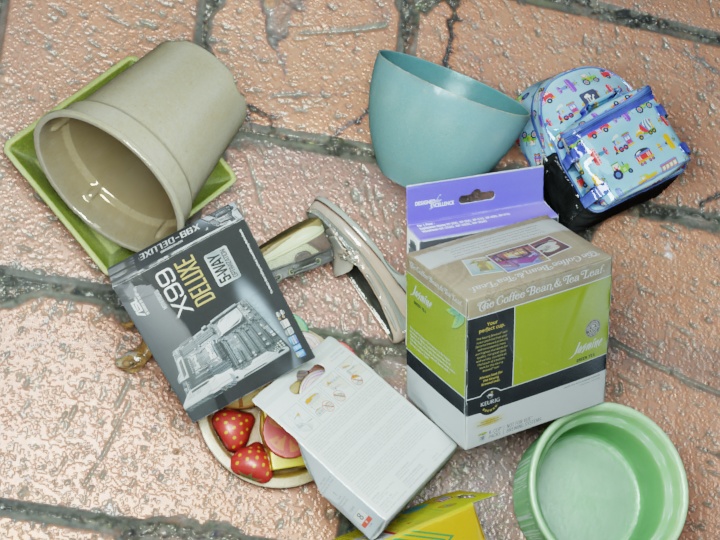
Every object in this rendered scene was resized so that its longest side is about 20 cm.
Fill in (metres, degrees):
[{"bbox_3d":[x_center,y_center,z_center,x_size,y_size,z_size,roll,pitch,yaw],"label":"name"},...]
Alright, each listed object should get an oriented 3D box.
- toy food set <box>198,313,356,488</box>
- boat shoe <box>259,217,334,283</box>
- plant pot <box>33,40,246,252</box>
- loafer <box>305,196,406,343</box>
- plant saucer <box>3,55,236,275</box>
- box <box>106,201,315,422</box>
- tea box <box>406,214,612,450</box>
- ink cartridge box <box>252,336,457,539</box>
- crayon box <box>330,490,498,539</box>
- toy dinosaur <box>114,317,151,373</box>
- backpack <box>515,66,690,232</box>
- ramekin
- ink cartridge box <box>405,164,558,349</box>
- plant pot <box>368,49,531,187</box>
[{"bbox_3d":[-0.093,0.150,1.673,0.196,0.049,0.202,-7,76,-16],"label":"toy food set"},{"bbox_3d":[-0.119,0.012,1.688,0.199,0.073,0.065,-32,97,-5],"label":"boat shoe"},{"bbox_3d":[-0.230,-0.153,1.613,0.200,0.201,0.184,38,58,-1],"label":"plant pot"},{"bbox_3d":[0.000,0.000,1.732,0.200,0.072,0.063,46,76,-1],"label":"loafer"},{"bbox_3d":[-0.284,-0.119,1.702,0.200,0.048,0.200,-39,87,-21],"label":"plant saucer"},{"bbox_3d":[-0.160,0.047,1.569,0.157,0.050,0.201,-27,121,-4],"label":"box"},{"bbox_3d":[0.168,0.067,1.647,0.199,0.134,0.198,-15,121,-26],"label":"tea box"},{"bbox_3d":[-0.011,0.185,1.623,0.200,0.050,0.162,39,42,13],"label":"ink cartridge box"},{"bbox_3d":[0.054,0.304,1.622,0.199,0.127,0.051,-19,90,-18],"label":"crayon box"},{"bbox_3d":[-0.215,0.027,1.648,0.106,0.060,0.201,46,110,32],"label":"toy dinosaur"},{"bbox_3d":[0.294,-0.172,1.820,0.181,0.135,0.201,-23,78,-20],"label":"backpack"},{"bbox_3d":[0.277,0.264,1.708,0.198,0.098,0.202,4,74,-13],"label":"ramekin"},{"bbox_3d":[0.144,-0.013,1.714,0.197,0.043,0.202,-11,112,-26],"label":"ink cartridge box"},{"bbox_3d":[0.089,-0.167,1.752,0.199,0.200,0.136,20,105,-8],"label":"plant pot"}]
